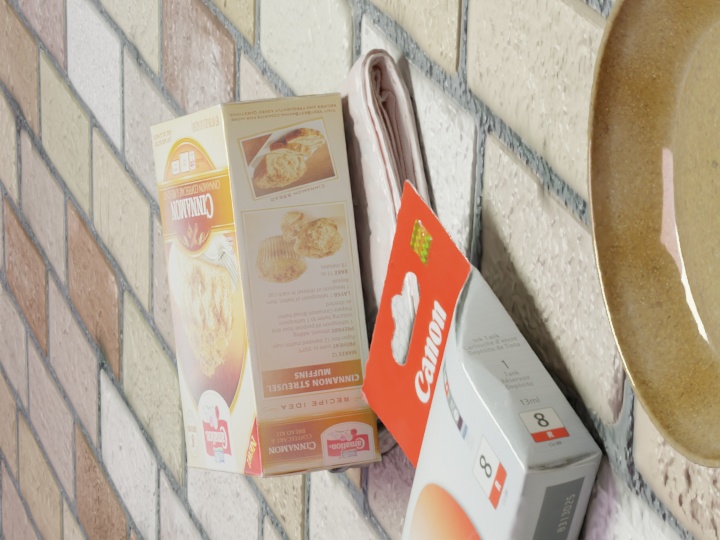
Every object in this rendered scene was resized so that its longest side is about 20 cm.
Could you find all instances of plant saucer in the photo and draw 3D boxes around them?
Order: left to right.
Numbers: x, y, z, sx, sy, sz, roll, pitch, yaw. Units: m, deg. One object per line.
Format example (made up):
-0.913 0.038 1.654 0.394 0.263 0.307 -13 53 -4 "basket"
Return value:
0.142 -0.025 1.124 0.200 0.035 0.201 174 90 -72 "plant saucer"

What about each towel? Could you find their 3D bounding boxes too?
0.000 0.000 1.602 0.200 0.032 0.192 131 131 -66 "towel"

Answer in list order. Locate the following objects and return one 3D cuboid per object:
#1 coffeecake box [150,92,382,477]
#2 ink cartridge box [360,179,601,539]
-0.055 0.010 1.605 0.153 0.073 0.201 174 89 -71 "coffeecake box"
0.039 0.079 1.420 0.200 0.050 0.163 54 147 36 "ink cartridge box"
